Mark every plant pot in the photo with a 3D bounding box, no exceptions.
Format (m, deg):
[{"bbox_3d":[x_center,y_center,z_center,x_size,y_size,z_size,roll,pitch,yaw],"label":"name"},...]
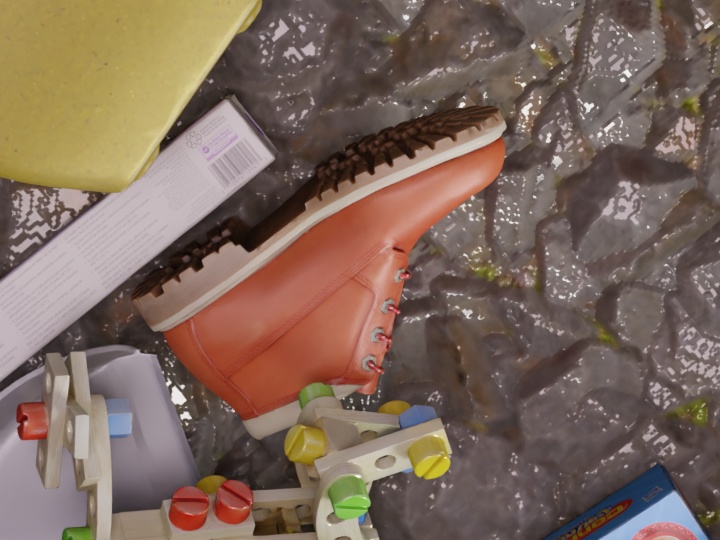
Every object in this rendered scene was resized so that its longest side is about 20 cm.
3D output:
[{"bbox_3d":[-0.155,-0.141,1.148,0.200,0.194,0.196,35,97,-10],"label":"plant pot"}]

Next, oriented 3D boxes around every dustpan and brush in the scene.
[{"bbox_3d":[-0.178,0.121,1.257,0.200,0.057,0.140,-19,110,-4],"label":"dustpan and brush"}]

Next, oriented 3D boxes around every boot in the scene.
[{"bbox_3d":[0.000,0.000,1.228,0.200,0.075,0.107,-32,100,13],"label":"boot"}]

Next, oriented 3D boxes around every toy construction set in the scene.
[{"bbox_3d":[-0.065,0.104,1.188,0.200,0.092,0.131,9,135,-9],"label":"toy construction set"}]

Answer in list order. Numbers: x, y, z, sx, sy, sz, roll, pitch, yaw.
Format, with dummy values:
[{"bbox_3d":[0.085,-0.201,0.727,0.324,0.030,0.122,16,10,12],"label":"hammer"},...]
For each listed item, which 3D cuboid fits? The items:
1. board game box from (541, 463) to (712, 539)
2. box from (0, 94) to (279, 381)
[{"bbox_3d":[0.125,0.234,1.267,0.196,0.056,0.200,-34,97,5],"label":"board game box"},{"bbox_3d":[-0.128,-0.010,1.238,0.200,0.039,0.041,-39,95,5],"label":"box"}]
